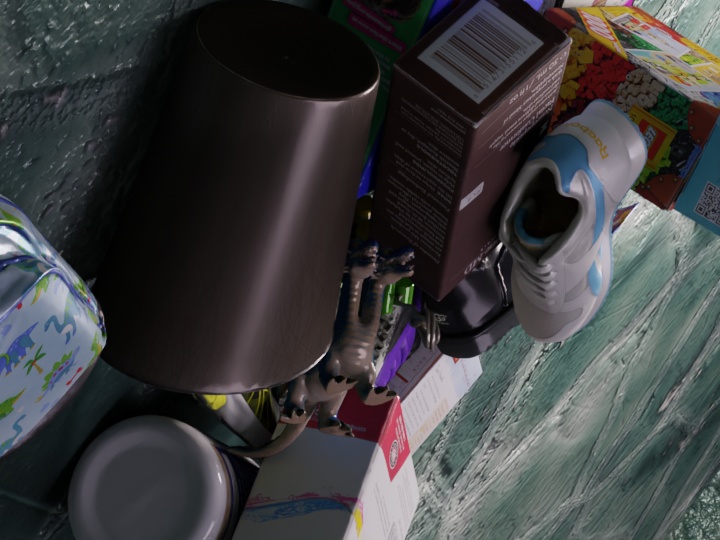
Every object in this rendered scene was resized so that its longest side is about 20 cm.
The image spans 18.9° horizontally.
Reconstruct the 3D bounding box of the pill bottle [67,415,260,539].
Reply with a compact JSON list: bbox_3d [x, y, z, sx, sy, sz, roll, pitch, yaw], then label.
[{"bbox_3d":[-0.123,0.176,1.559,0.116,0.115,0.200,-52,159,-1],"label":"pill bottle"}]

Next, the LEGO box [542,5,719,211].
[{"bbox_3d":[0.208,-0.121,1.565,0.078,0.148,0.200,-61,162,19],"label":"LEGO box"}]

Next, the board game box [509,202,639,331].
[{"bbox_3d":[0.146,-0.010,1.763,0.158,0.039,0.200,-44,-178,-5],"label":"board game box"}]

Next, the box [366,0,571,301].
[{"bbox_3d":[0.066,-0.080,1.406,0.100,0.075,0.201,-43,161,-27],"label":"box"}]

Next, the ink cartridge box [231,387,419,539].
[{"bbox_3d":[-0.031,0.198,1.528,0.148,0.085,0.201,80,28,-52],"label":"ink cartridge box"}]

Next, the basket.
[{"bbox_3d":[-0.068,-0.048,1.302,0.180,0.136,0.201,-18,136,-42],"label":"basket"}]

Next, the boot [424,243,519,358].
[{"bbox_3d":[0.103,-0.055,1.614,0.200,0.076,0.169,-41,129,-31],"label":"boot"}]

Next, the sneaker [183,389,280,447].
[{"bbox_3d":[-0.083,0.065,1.525,0.085,0.074,0.200,-51,160,-7],"label":"sneaker"}]

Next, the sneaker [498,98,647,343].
[{"bbox_3d":[0.126,-0.023,1.446,0.081,0.076,0.201,-32,148,-33],"label":"sneaker"}]

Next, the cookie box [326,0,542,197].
[{"bbox_3d":[0.047,-0.165,1.436,0.171,0.075,0.201,-30,150,-49],"label":"cookie box"}]

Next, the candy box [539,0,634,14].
[{"bbox_3d":[0.155,-0.210,1.621,0.136,0.061,0.201,-38,156,-38],"label":"candy box"}]

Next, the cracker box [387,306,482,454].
[{"bbox_3d":[0.015,0.123,1.809,0.200,0.058,0.134,-48,161,-11],"label":"cracker box"}]

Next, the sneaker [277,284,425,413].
[{"bbox_3d":[0.004,0.073,1.683,0.099,0.069,0.201,-23,144,-57],"label":"sneaker"}]

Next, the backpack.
[{"bbox_3d":[-0.214,0.028,1.118,0.163,0.154,0.201,-41,144,-14],"label":"backpack"}]

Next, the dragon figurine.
[{"bbox_3d":[-0.023,0.054,1.458,0.058,0.100,0.200,14,144,-24],"label":"dragon figurine"}]

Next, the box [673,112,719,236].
[{"bbox_3d":[0.289,-0.087,1.512,0.200,0.049,0.083,-28,146,-57],"label":"box"}]

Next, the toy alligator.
[{"bbox_3d":[0.000,0.000,1.515,0.054,0.200,0.060,-3,118,-17],"label":"toy alligator"}]

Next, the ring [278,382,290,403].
[{"bbox_3d":[-0.003,0.047,1.755,0.200,0.019,0.201,-45,159,-23],"label":"ring"}]
